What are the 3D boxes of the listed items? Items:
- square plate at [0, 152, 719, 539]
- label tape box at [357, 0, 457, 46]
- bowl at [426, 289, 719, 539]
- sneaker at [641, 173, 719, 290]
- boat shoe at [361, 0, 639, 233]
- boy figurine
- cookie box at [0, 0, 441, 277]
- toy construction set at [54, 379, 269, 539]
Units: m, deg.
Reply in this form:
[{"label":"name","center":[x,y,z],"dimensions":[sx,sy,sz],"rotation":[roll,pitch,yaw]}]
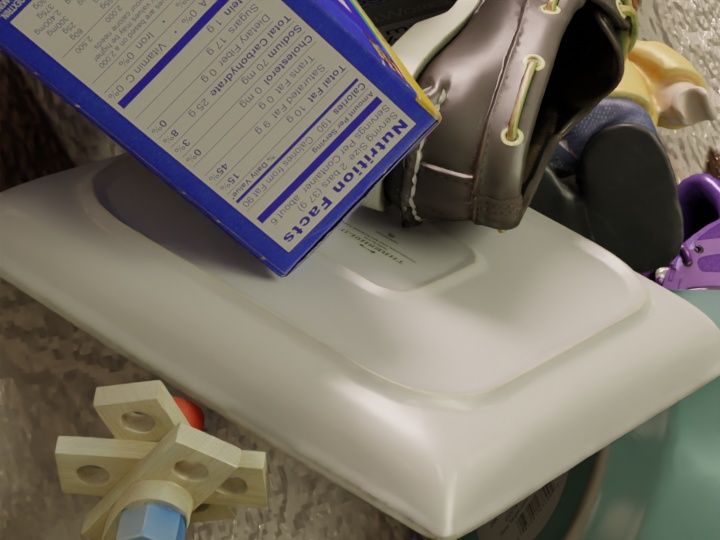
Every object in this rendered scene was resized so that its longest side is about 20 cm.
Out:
[{"label":"square plate","center":[0.000,0.000,0.883],"dimensions":[0.198,0.200,0.028],"rotation":[-25,139,-53]},{"label":"label tape box","center":[-0.001,-0.156,0.979],"dimensions":[0.200,0.066,0.143],"rotation":[36,42,-72]},{"label":"bowl","center":[0.097,0.086,0.982],"dimensions":[0.105,0.201,0.201],"rotation":[23,55,-25]},{"label":"sneaker","center":[0.136,0.032,1.159],"dimensions":[0.083,0.081,0.200],"rotation":[42,34,-15]},{"label":"boat shoe","center":[0.060,-0.073,0.938],"dimensions":[0.201,0.061,0.072],"rotation":[-52,156,-49]},{"label":"boy figurine","center":[0.074,-0.053,1.067],"dimensions":[0.200,0.124,0.064],"rotation":[-92,164,-72]},{"label":"cookie box","center":[-0.087,-0.114,0.829],"dimensions":[0.200,0.075,0.171],"rotation":[40,10,-39]},{"label":"toy construction set","center":[-0.079,0.135,0.787],"dimensions":[0.131,0.092,0.200],"rotation":[43,54,-35]}]
